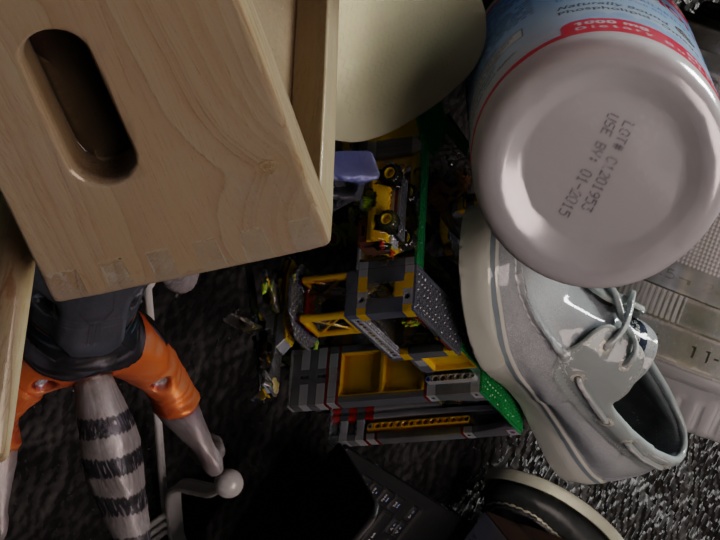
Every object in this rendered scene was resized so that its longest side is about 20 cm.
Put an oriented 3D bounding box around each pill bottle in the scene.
[{"bbox_3d":[0.100,-0.075,1.208,0.108,0.200,0.109,0,110,0],"label":"pill bottle"}]

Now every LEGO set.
[{"bbox_3d":[0.000,0.000,1.265,0.200,0.115,0.155,33,54,-63],"label":"LEGO set"}]

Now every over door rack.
[{"bbox_3d":[-0.127,0.097,1.183,0.147,0.066,0.201,-35,132,-32],"label":"over door rack"}]

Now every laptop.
[{"bbox_3d":[-0.022,0.183,1.290,0.178,0.103,0.200,-51,140,3],"label":"laptop"}]

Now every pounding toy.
[{"bbox_3d":[-0.090,-0.076,0.928,0.185,0.141,0.201,-89,163,-48],"label":"pounding toy"}]

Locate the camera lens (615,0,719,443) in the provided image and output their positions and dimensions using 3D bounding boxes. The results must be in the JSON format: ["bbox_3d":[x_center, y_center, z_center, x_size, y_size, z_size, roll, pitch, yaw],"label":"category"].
[{"bbox_3d":[0.188,-0.025,1.390,0.160,0.160,0.201,13,100,-49],"label":"camera lens"}]

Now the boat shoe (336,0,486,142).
[{"bbox_3d":[-0.042,-0.083,1.157,0.200,0.063,0.074,-23,115,-20],"label":"boat shoe"}]

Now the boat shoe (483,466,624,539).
[{"bbox_3d":[0.104,0.176,1.468,0.066,0.074,0.200,-62,151,-22],"label":"boat shoe"}]

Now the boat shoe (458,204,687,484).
[{"bbox_3d":[0.102,0.032,1.255,0.201,0.071,0.070,56,35,-50],"label":"boat shoe"}]

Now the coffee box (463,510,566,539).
[{"bbox_3d":[0.057,0.237,1.371,0.080,0.113,0.200,25,107,-40],"label":"coffee box"}]

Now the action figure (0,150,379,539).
[{"bbox_3d":[-0.081,0.011,1.075,0.199,0.105,0.194,-8,126,-12],"label":"action figure"}]
